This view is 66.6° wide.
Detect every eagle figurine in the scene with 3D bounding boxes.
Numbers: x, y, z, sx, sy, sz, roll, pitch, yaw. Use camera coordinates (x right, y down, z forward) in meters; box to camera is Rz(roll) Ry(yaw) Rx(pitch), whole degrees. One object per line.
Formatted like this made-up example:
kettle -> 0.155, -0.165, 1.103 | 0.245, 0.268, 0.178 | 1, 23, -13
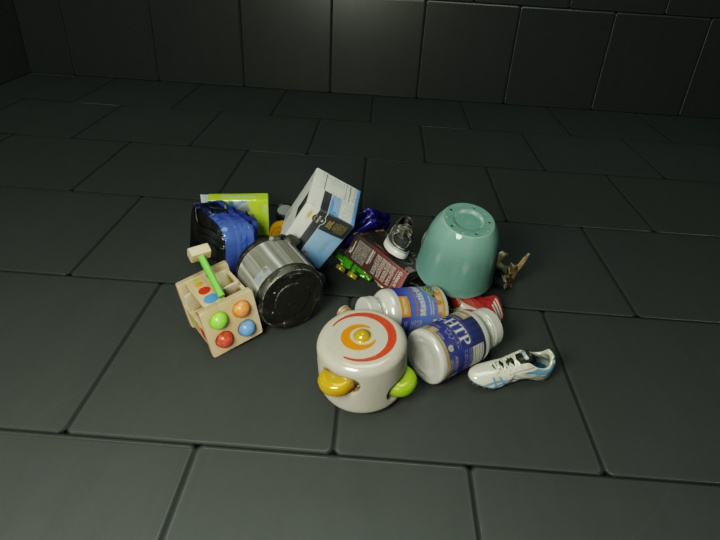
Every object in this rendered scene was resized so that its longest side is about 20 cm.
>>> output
eagle figurine -> 0.346, -0.040, 1.492 | 0.200, 0.152, 0.151 | 44, 11, 25

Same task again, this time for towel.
towel -> 0.011, -0.106, 1.515 | 0.050, 0.147, 0.200 | 50, 14, 11

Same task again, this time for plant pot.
plant pot -> 0.243, -0.062, 1.320 | 0.197, 0.162, 0.202 | 4, 44, -4

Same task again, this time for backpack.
backpack -> -0.356, -0.091, 1.479 | 0.166, 0.165, 0.200 | -15, 35, -33

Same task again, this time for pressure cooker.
pressure cooker -> -0.201, 0.015, 1.305 | 0.174, 0.181, 0.200 | -20, 40, -26

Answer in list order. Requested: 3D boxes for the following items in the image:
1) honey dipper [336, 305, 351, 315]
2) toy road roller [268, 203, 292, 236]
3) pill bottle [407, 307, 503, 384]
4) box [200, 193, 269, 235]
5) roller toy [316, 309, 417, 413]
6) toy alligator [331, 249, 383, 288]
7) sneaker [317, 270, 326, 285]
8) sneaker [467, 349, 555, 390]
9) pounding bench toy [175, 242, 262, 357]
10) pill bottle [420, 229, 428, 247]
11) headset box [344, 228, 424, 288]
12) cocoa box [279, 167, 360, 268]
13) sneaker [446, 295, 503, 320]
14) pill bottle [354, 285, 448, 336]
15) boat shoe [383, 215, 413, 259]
honey dipper -> 0.014, 0.150, 1.256 | 0.038, 0.038, 0.200 | -18, 42, -31
toy road roller -> -0.160, -0.095, 1.552 | 0.197, 0.124, 0.147 | 1, 46, -2
pill bottle -> 0.209, 0.154, 1.184 | 0.198, 0.121, 0.119 | -19, 38, -32
box -> -0.372, -0.166, 1.632 | 0.197, 0.123, 0.048 | -2, 33, -8
roller toy -> 0.002, 0.174, 1.096 | 0.197, 0.141, 0.183 | -10, 37, -12
toy alligator -> 0.000, 0.000, 1.479 | 0.199, 0.060, 0.054 | 31, -2, 25
sneaker -> -0.184, -0.004, 1.427 | 0.197, 0.089, 0.076 | 10, 30, 7
sneaker -> 0.320, 0.202, 1.163 | 0.197, 0.073, 0.072 | -7, 35, -13
pounding bench toy -> -0.312, 0.057, 1.193 | 0.123, 0.202, 0.156 | -27, 42, -26
pill bottle -> 0.244, -0.033, 1.493 | 0.107, 0.110, 0.201 | -5, 33, -13
headset box -> 0.081, -0.019, 1.421 | 0.199, 0.076, 0.148 | 39, 26, 21
cocoa box -> -0.106, -0.127, 1.386 | 0.130, 0.200, 0.135 | 25, 48, -18
sneaker -> 0.266, 0.082, 1.365 | 0.115, 0.079, 0.200 | -17, 49, -44
pill bottle -> 0.092, 0.095, 1.248 | 0.197, 0.113, 0.112 | -3, 31, -28
boat shoe -> 0.110, -0.093, 1.421 | 0.069, 0.067, 0.200 | 28, 24, 1
